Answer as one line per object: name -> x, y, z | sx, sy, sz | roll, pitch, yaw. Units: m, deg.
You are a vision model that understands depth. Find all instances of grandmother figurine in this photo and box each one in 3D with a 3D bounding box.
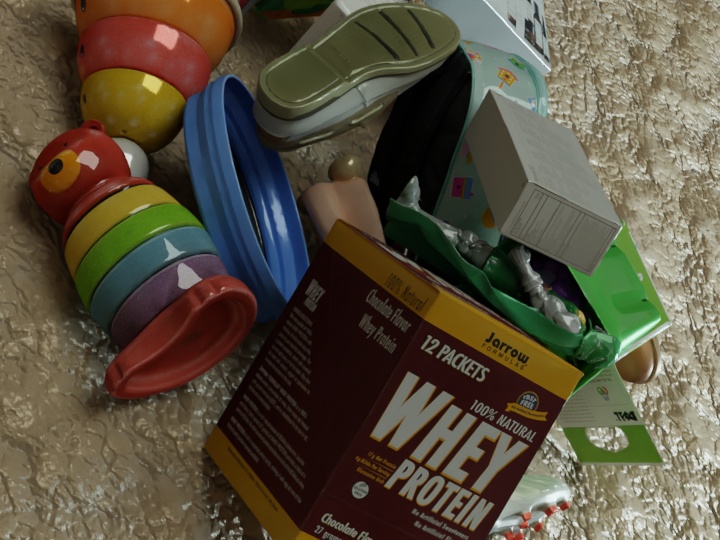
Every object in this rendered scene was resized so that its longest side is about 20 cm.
grandmother figurine -> 0.000, 0.000, 1.445 | 0.060, 0.122, 0.201 | 20, 31, -36

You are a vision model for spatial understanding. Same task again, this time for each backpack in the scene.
backpack -> 0.094, -0.099, 1.525 | 0.151, 0.202, 0.176 | 7, 17, -17

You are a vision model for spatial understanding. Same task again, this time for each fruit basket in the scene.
fruit basket -> 0.117, 0.068, 1.399 | 0.214, 0.215, 0.157 | -6, 62, -50

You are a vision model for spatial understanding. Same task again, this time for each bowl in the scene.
bowl -> -0.090, -0.054, 1.389 | 0.201, 0.039, 0.203 | -17, 90, -81

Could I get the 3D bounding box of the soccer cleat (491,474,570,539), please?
soccer cleat -> 0.101, 0.185, 1.437 | 0.199, 0.069, 0.078 | -4, 58, -47

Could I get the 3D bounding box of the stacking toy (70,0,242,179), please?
stacking toy -> -0.179, -0.145, 1.400 | 0.145, 0.146, 0.202 | 27, 55, -29

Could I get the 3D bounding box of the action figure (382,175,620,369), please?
action figure -> 0.108, 0.007, 1.294 | 0.199, 0.055, 0.118 | 37, -1, 6

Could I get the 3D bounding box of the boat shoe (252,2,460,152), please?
boat shoe -> -0.006, -0.159, 1.431 | 0.199, 0.069, 0.075 | -24, 62, -29

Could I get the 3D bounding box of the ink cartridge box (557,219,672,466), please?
ink cartridge box -> 0.212, 0.069, 1.555 | 0.075, 0.147, 0.202 | -30, 97, -24

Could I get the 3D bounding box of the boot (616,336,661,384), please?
boot -> 0.191, 0.047, 1.672 | 0.201, 0.074, 0.154 | 52, 39, 9

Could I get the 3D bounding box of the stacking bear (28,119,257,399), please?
stacking bear -> -0.173, -0.020, 1.287 | 0.201, 0.121, 0.114 | 53, 13, 19

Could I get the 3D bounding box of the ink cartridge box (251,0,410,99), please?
ink cartridge box -> -0.007, -0.194, 1.584 | 0.050, 0.161, 0.199 | 51, 34, 8

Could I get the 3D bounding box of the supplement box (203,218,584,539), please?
supplement box -> 0.017, 0.101, 1.235 | 0.132, 0.201, 0.197 | 29, 3, -26

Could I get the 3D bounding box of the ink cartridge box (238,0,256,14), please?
ink cartridge box -> -0.171, -0.297, 1.510 | 0.200, 0.146, 0.083 | 46, 35, -6

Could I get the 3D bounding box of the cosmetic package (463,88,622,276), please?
cosmetic package -> 0.135, -0.070, 1.342 | 0.082, 0.051, 0.200 | 26, 20, -15

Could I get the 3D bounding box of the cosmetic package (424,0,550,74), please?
cosmetic package -> 0.110, -0.255, 1.603 | 0.200, 0.050, 0.083 | 35, 44, -52

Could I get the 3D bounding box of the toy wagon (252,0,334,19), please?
toy wagon -> -0.046, -0.267, 1.618 | 0.198, 0.155, 0.040 | -9, 84, -29
